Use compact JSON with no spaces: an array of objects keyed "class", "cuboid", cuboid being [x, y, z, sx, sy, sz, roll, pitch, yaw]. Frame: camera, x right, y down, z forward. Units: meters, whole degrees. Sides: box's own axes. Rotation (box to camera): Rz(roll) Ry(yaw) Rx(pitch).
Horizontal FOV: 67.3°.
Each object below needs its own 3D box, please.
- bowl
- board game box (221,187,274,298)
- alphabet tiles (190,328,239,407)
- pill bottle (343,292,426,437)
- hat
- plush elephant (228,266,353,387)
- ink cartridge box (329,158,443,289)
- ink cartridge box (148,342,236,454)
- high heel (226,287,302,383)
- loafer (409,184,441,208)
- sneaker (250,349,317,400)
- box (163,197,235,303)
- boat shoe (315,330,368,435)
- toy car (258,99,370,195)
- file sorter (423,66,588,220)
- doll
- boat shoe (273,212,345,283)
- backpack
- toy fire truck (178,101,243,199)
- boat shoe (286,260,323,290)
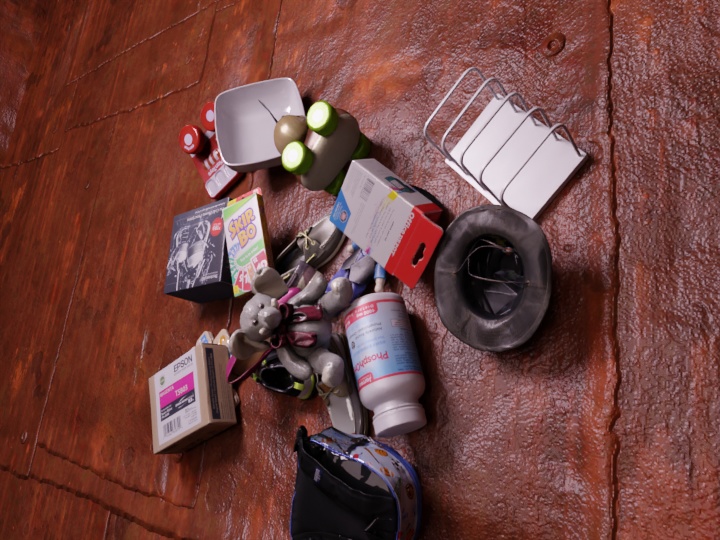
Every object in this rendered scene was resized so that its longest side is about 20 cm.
[{"class":"bowl","cuboid":[-0.211,-0.305,1.177,0.193,0.075,0.206,-13,66,0]},{"class":"board game box","cuboid":[-0.224,-0.058,1.077,0.093,0.030,0.206,-19,72,25]},{"class":"alphabet tiles","cuboid":[-0.323,0.235,1.166,0.197,0.014,0.201,-50,52,17]},{"class":"pill bottle","cuboid":[0.041,0.147,0.850,0.107,0.108,0.205,-28,60,27]},{"class":"hat","cuboid":[0.198,0.011,0.784,0.196,0.080,0.208,-1,88,36]},{"class":"plush elephant","cuboid":[-0.121,0.083,0.866,0.198,0.151,0.170,-6,71,57]},{"class":"ink cartridge box","cuboid":[0.051,-0.078,0.878,0.199,0.066,0.118,41,122,24]},{"class":"ink cartridge box","cuboid":[-0.353,0.269,1.124,0.198,0.074,0.169,-32,60,29]},{"class":"high heel","cuboid":[-0.169,0.120,0.971,0.202,0.067,0.096,-54,7,16]},{"class":"loafer","cuboid":[0.061,-0.122,0.955,0.198,0.071,0.074,31,109,44]},{"class":"sneaker","cuboid":[-0.163,0.185,1.014,0.196,0.082,0.074,9,80,39]},{"class":"box","cuboid":[-0.327,-0.038,1.200,0.195,0.103,0.188,-11,70,34]},{"class":"boat shoe","cuboid":[-0.044,0.199,0.926,0.074,0.068,0.205,-32,58,25]},{"class":"toy car","cuboid":[-0.107,-0.266,1.040,0.199,0.163,0.160,42,101,26]},{"class":"file sorter","cuboid":[0.209,-0.192,0.819,0.140,0.123,0.201,-49,52,13]},{"class":"doll","cuboid":[0.000,0.000,0.968,0.201,0.048,0.137,-50,44,6]},{"class":"boat shoe","cuboid":[-0.104,-0.039,1.054,0.202,0.060,0.073,-45,54,18]},{"class":"backpack","cuboid":[-0.002,0.340,0.791,0.187,0.152,0.207,11,102,39]},{"class":"toy fire truck","cuboid":[-0.324,-0.292,1.291,0.198,0.112,0.171,-35,82,23]},{"class":"boat shoe","cuboid":[-0.153,0.061,1.039,0.065,0.072,0.200,44,110,-6]}]
